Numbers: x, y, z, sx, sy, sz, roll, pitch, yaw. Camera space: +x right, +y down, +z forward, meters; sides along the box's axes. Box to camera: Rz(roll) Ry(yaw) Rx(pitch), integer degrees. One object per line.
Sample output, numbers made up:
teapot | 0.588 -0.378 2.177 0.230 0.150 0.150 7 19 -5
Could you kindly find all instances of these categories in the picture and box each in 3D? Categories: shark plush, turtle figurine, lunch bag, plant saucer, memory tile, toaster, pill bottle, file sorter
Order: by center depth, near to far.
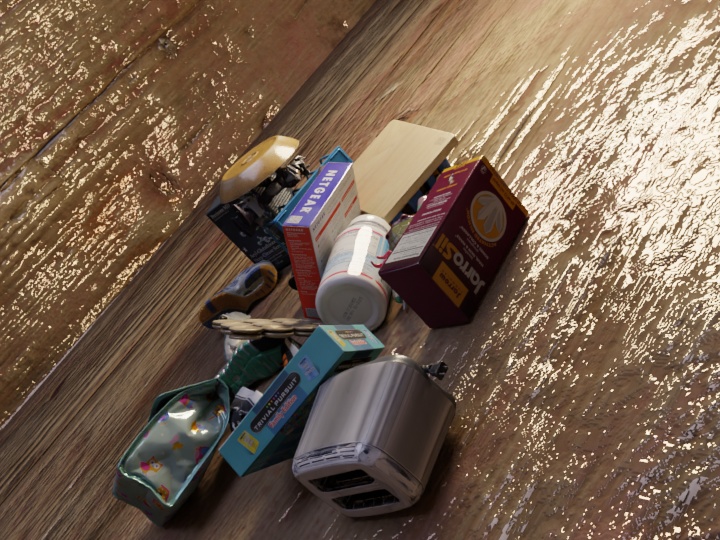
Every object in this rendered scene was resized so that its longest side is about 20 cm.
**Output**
toaster | 0.016 0.178 0.856 0.199 0.113 0.130 -26 30 46
turtle figurine | 0.086 -0.038 1.177 0.149 0.101 0.201 -38 15 19
lunch bag | -0.277 0.261 1.214 0.201 0.121 0.171 -58 2 -31
pill bottle | 0.000 0.000 1.245 0.108 0.109 0.201 -33 22 28
memory tile | -0.122 0.089 1.249 0.153 0.197 0.017 5 94 64
shark plush | -0.259 0.124 1.595 0.200 0.089 0.085 26 101 65
file sorter | -0.078 -0.118 1.600 0.201 0.139 0.122 -50 18 -16
plant saucer | -0.211 -0.211 1.605 0.198 0.036 0.201 -33 20 14

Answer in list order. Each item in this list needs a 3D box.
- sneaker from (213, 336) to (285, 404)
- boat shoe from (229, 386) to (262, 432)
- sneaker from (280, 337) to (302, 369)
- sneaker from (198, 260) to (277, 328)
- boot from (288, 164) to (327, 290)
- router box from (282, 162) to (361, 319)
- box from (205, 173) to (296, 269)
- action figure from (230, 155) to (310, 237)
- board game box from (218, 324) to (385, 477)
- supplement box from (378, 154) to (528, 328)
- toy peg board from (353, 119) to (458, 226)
sneaker | -0.193 0.153 1.390 0.199 0.075 0.088 -38 15 22
boat shoe | -0.161 0.219 1.190 0.068 0.072 0.199 -48 17 -16
sneaker | -0.096 0.161 1.181 0.091 0.070 0.200 -55 17 -3
sneaker | -0.260 0.053 1.737 0.198 0.076 0.088 -33 17 3
boot | -0.079 -0.075 1.457 0.187 0.063 0.203 111 170 -66
router box | -0.052 -0.052 1.335 0.048 0.182 0.201 4 36 21
box | -0.207 -0.113 1.752 0.147 0.200 0.108 -28 24 38
action figure | -0.173 -0.162 1.595 0.201 0.069 0.130 -50 8 -26
board game box | -0.069 0.157 1.005 0.201 0.047 0.151 -51 -17 10
supplement box | 0.126 -0.038 1.062 0.085 0.110 0.201 -14 36 53
toy peg board | 0.074 -0.158 1.472 0.201 0.098 0.198 -49 35 -10
